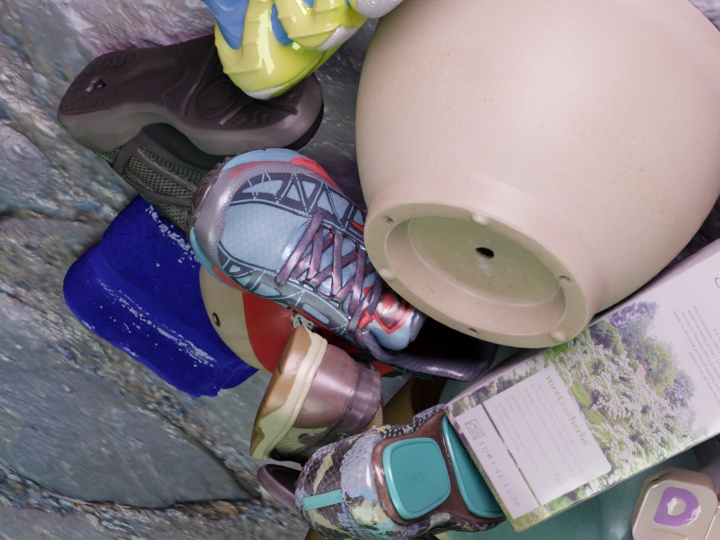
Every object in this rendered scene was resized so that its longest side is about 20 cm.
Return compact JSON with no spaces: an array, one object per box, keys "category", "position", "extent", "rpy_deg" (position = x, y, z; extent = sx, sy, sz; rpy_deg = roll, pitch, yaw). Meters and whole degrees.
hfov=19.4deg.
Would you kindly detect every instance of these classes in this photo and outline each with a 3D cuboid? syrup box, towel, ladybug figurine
[{"category":"syrup box","position":[0.149,0.051,1.078],"extent":[0.199,0.081,0.079],"rpy_deg":[-32,89,31]},{"category":"towel","position":[-0.115,0.021,1.406],"extent":[0.147,0.050,0.200],"rpy_deg":[31,151,-12]},{"category":"ladybug figurine","position":[-0.002,0.019,1.243],"extent":[0.198,0.073,0.136],"rpy_deg":[-7,152,20]}]

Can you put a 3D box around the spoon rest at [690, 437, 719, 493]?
[{"category":"spoon rest","position":[0.166,0.093,1.211],"extent":[0.199,0.100,0.061],"rpy_deg":[31,173,33]}]

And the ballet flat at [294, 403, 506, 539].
[{"category":"ballet flat","position":[0.025,0.109,1.107],"extent":[0.074,0.075,0.200],"rpy_deg":[10,179,26]}]

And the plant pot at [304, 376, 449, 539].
[{"category":"plant pot","position":[0.060,0.154,1.376],"extent":[0.185,0.187,0.201],"rpy_deg":[21,136,8]}]

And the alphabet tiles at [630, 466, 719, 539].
[{"category":"alphabet tiles","position":[0.239,0.167,1.146],"extent":[0.198,0.015,0.197],"rpy_deg":[13,122,-5]}]

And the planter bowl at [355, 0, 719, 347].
[{"category":"planter bowl","position":[0.080,-0.048,1.040],"extent":[0.198,0.136,0.201],"rpy_deg":[19,151,11]}]

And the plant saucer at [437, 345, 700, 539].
[{"category":"plant saucer","position":[0.107,0.134,1.205],"extent":[0.200,0.039,0.203],"rpy_deg":[17,116,38]}]

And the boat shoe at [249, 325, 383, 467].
[{"category":"boat shoe","position":[-0.021,0.080,1.158],"extent":[0.064,0.074,0.200],"rpy_deg":[26,173,3]}]

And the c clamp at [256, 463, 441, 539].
[{"category":"c clamp","position":[0.039,0.161,1.148],"extent":[0.199,0.027,0.170],"rpy_deg":[31,-172,35]}]

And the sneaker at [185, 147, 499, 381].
[{"category":"sneaker","position":[0.000,0.000,1.100],"extent":[0.199,0.080,0.095],"rpy_deg":[28,180,-37]}]

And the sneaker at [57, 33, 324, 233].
[{"category":"sneaker","position":[-0.074,-0.073,1.191],"extent":[0.198,0.077,0.114],"rpy_deg":[-1,144,45]}]

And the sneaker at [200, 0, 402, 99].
[{"category":"sneaker","position":[-0.018,-0.163,0.989],"extent":[0.200,0.076,0.105],"rpy_deg":[-35,96,39]}]
